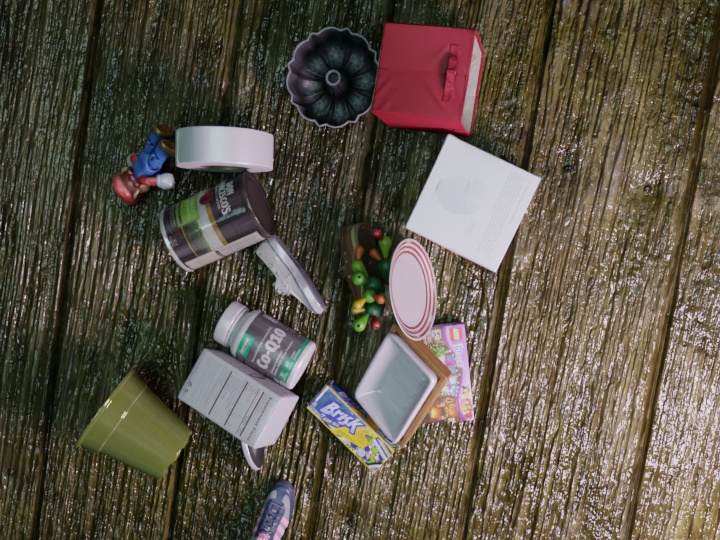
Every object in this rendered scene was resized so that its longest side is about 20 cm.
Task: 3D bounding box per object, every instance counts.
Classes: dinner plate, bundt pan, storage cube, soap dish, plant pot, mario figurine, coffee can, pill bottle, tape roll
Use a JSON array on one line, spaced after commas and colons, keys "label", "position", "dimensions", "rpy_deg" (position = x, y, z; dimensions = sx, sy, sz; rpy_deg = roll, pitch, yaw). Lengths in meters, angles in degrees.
[{"label": "dinner plate", "position": [0.100, 0.038, 1.321], "dimensions": [0.024, 0.199, 0.204], "rpy_deg": [-8, 92, 31]}, {"label": "bundt pan", "position": [-0.050, -0.392, 1.372], "dimensions": [0.198, 0.076, 0.206], "rpy_deg": [1, 93, 9]}, {"label": "storage cube", "position": [0.135, -0.366, 1.291], "dimensions": [0.177, 0.200, 0.174], "rpy_deg": [10, 95, 14]}, {"label": "soap dish", "position": [0.087, 0.230, 1.335], "dimensions": [0.157, 0.081, 0.202], "rpy_deg": [45, 123, 29]}, {"label": "plant pot", "position": [-0.475, 0.348, 1.433], "dimensions": [0.189, 0.200, 0.201], "rpy_deg": [37, 97, -8]}, {"label": "mario figurine", "position": [-0.453, -0.218, 1.431], "dimensions": [0.105, 0.124, 0.200], "rpy_deg": [35, 121, -25]}, {"label": "coffee can", "position": [-0.297, -0.102, 1.389], "dimensions": [0.197, 0.146, 0.148], "rpy_deg": [-22, 89, 9]}, {"label": "pill bottle", "position": [-0.204, 0.155, 1.404], "dimensions": [0.198, 0.113, 0.114], "rpy_deg": [29, 96, 6]}, {"label": "tape roll", "position": [-0.277, -0.244, 1.351], "dimensions": [0.199, 0.202, 0.072], "rpy_deg": [2, 94, 8]}]

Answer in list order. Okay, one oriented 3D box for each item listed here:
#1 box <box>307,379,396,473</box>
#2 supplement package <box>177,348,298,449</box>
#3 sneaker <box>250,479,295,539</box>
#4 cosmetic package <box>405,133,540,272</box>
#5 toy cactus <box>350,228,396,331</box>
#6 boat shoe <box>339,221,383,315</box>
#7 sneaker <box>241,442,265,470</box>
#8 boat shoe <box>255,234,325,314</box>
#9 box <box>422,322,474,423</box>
[{"label": "box", "position": [-0.017, 0.329, 1.410], "dimensions": [0.200, 0.064, 0.070], "rpy_deg": [43, 98, 4]}, {"label": "supplement package", "position": [-0.248, 0.261, 1.360], "dimensions": [0.198, 0.117, 0.119], "rpy_deg": [29, 87, 15]}, {"label": "sneaker", "position": [-0.196, 0.560, 1.439], "dimensions": [0.069, 0.082, 0.203], "rpy_deg": [18, 95, 7]}, {"label": "cosmetic package", "position": [0.223, -0.132, 1.322], "dimensions": [0.198, 0.123, 0.202], "rpy_deg": [27, 96, 8]}, {"label": "toy cactus", "position": [0.046, 0.032, 1.339], "dimensions": [0.101, 0.164, 0.203], "rpy_deg": [-4, 68, 37]}, {"label": "boat shoe", "position": [0.000, 0.000, 1.396], "dimensions": [0.067, 0.072, 0.204], "rpy_deg": [-1, 102, 41]}, {"label": "sneaker", "position": [-0.203, 0.331, 1.433], "dimensions": [0.097, 0.071, 0.204], "rpy_deg": [-4, 88, 13]}, {"label": "boat shoe", "position": [-0.154, 0.020, 1.412], "dimensions": [0.070, 0.071, 0.201], "rpy_deg": [-38, 84, 7]}, {"label": "box", "position": [0.161, 0.216, 1.390], "dimensions": [0.134, 0.039, 0.204], "rpy_deg": [-7, 92, 9]}]
